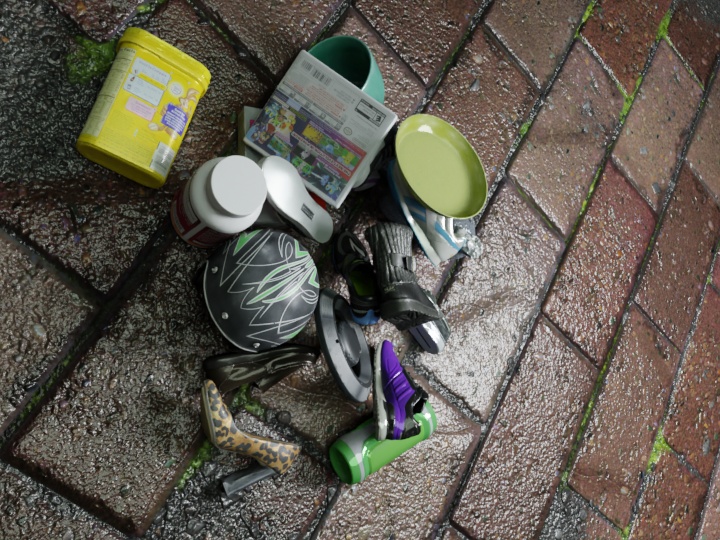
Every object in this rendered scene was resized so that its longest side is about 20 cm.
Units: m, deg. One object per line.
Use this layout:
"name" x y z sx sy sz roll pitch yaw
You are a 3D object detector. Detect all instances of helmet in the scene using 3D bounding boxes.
"helmet" -0.159 0.031 0.972 0.197 0.190 0.205 5 79 -30

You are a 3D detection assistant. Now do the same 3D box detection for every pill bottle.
"pill bottle" -0.217 -0.106 0.955 0.111 0.199 0.116 5 80 -29

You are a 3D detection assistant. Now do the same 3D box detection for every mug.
"mug" -0.038 -0.311 1.125 0.188 0.150 0.114 -65 155 -10

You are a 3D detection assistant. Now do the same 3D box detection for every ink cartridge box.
"ink cartridge box" -0.132 -0.178 1.109 0.170 0.043 0.205 2 81 -29

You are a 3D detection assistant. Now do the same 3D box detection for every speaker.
"speaker" 0.043 0.300 1.113 0.198 0.088 0.090 -23 94 -31

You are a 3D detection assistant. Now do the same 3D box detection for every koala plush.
"koala plush" 0.151 -0.104 1.201 0.183 0.177 0.202 -38 102 -17

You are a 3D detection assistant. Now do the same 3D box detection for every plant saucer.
"plant saucer" 0.133 -0.172 1.060 0.197 0.031 0.204 17 58 -28

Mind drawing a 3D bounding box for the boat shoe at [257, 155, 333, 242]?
"boat shoe" -0.120 -0.111 1.023 0.200 0.063 0.072 52 57 -46

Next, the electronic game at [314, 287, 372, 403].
"electronic game" -0.029 0.126 1.060 0.041 0.200 0.204 -20 94 13

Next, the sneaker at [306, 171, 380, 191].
"sneaker" -0.049 -0.195 1.139 0.198 0.074 0.102 -9 80 -50

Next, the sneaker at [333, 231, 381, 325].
"sneaker" 0.000 0.000 1.101 0.069 0.084 0.202 -4 47 -15

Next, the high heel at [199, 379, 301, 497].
"high heel" -0.175 0.245 0.995 0.140 0.071 0.204 -19 108 -25

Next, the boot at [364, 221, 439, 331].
"boot" 0.076 0.012 1.082 0.211 0.078 0.161 39 38 -67

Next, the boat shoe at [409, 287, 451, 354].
"boat shoe" 0.111 0.068 1.208 0.071 0.071 0.202 -47 116 -36

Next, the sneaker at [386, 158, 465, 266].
"sneaker" 0.111 -0.110 1.085 0.080 0.077 0.202 -31 107 2

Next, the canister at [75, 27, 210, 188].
"canister" -0.339 -0.250 0.973 0.147 0.086 0.204 25 72 -25

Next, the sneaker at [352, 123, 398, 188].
"sneaker" 0.042 -0.196 1.125 0.114 0.075 0.202 47 45 -26

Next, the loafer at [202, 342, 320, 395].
"loafer" -0.160 0.164 1.029 0.196 0.073 0.073 -6 89 -21

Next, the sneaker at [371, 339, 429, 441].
"sneaker" 0.071 0.213 1.102 0.097 0.070 0.202 2 45 -3

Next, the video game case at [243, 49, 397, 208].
"video game case" -0.068 -0.236 1.036 0.198 0.023 0.184 35 91 4
